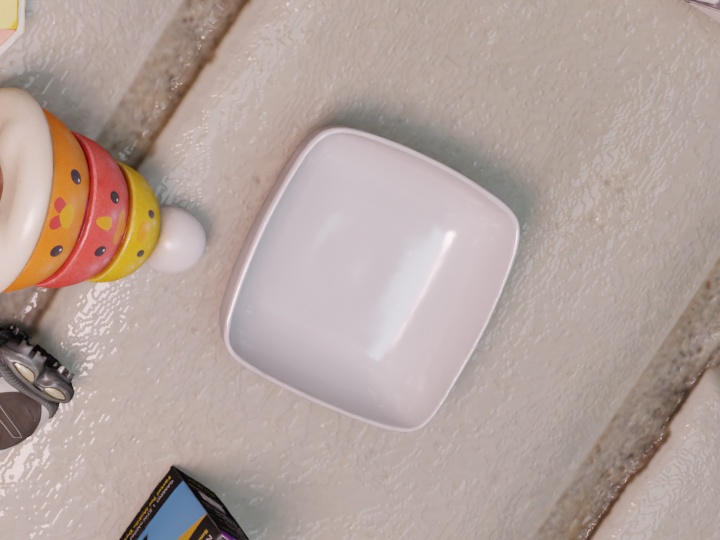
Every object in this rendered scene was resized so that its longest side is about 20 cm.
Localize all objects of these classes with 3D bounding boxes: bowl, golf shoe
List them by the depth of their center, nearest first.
[{"bbox_3d":[-0.299,0.058,1.414,0.200,0.078,0.095,40,89,-22],"label":"golf shoe"},{"bbox_3d":[0.000,0.000,1.507,0.199,0.075,0.201,25,95,-23],"label":"bowl"}]

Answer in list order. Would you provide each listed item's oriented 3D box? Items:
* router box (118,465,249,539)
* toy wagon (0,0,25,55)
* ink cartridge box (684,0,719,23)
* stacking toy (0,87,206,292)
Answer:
[{"bbox_3d":[-0.160,0.260,1.476,0.051,0.149,0.201,34,90,-24],"label":"router box"},{"bbox_3d":[-0.328,-0.194,1.359,0.198,0.040,0.157,-1,104,-19],"label":"toy wagon"},{"bbox_3d":[0.282,-0.275,1.530,0.199,0.084,0.146,28,94,-23],"label":"ink cartridge box"},{"bbox_3d":[-0.191,-0.040,1.418,0.199,0.146,0.147,12,100,-39],"label":"stacking toy"}]
